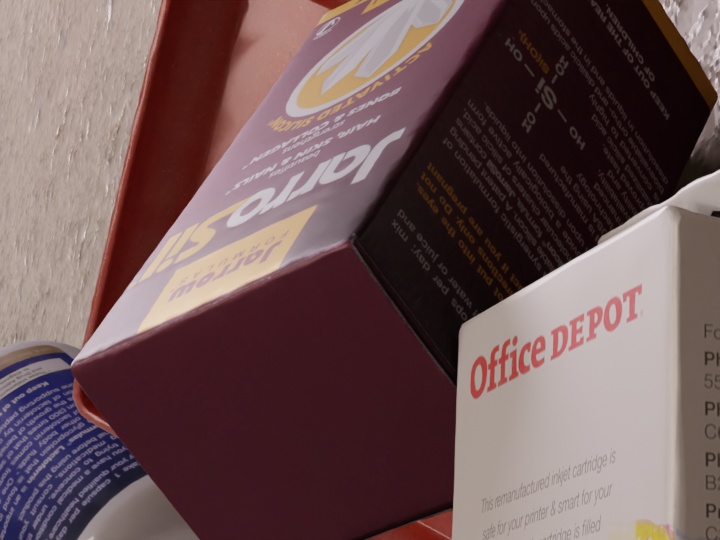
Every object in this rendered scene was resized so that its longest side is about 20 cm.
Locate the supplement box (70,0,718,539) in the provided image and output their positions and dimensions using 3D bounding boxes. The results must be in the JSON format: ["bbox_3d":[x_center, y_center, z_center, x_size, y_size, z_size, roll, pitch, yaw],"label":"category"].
[{"bbox_3d":[0.016,-0.014,0.763,0.110,0.086,0.200,-23,22,36],"label":"supplement box"}]

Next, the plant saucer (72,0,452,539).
[{"bbox_3d":[0.000,0.000,0.930,0.199,0.037,0.201,27,114,28],"label":"plant saucer"}]

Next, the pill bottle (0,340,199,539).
[{"bbox_3d":[-0.105,0.119,1.140,0.200,0.115,0.116,32,115,46],"label":"pill bottle"}]

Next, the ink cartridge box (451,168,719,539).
[{"bbox_3d":[0.099,0.078,0.606,0.128,0.124,0.201,148,127,-66],"label":"ink cartridge box"}]
